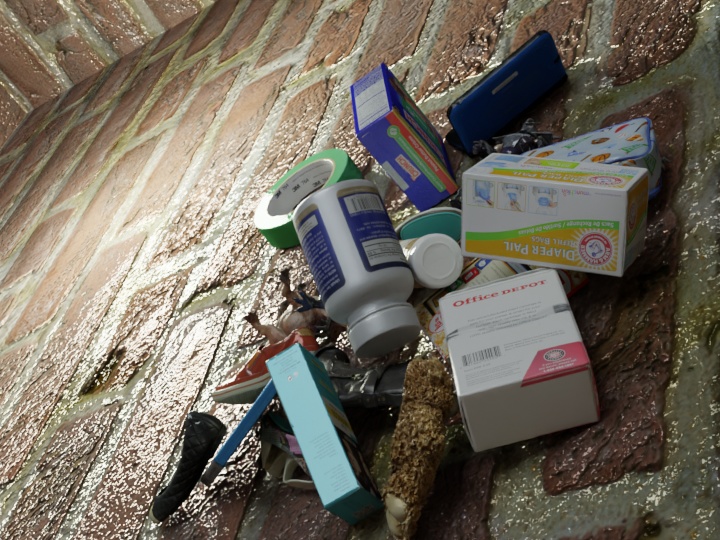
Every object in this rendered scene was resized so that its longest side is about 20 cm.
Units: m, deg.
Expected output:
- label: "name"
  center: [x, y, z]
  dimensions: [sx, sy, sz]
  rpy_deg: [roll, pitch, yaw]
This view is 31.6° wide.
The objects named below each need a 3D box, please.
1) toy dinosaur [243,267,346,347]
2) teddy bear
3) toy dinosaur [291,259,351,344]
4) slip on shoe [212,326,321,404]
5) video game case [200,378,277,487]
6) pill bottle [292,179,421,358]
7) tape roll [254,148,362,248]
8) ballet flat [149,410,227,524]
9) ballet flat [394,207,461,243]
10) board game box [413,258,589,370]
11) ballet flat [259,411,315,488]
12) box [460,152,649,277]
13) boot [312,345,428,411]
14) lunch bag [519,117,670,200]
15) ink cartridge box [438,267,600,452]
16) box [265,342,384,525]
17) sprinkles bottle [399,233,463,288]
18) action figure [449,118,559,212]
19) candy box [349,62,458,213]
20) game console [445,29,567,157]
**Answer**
- label: "toy dinosaur"
  center: [-0.085, 0.087, 1.807]
  dimensions: [0.200, 0.085, 0.136]
  rpy_deg: [-46, 63, 31]
- label: "teddy bear"
  center: [0.068, 0.196, 1.385]
  dimensions: [0.066, 0.146, 0.201]
  rpy_deg: [8, 45, 9]
- label: "toy dinosaur"
  center: [-0.013, 0.010, 1.746]
  dimensions: [0.181, 0.201, 0.105]
  rpy_deg: [-26, -10, -47]
- label: "slip on shoe"
  center: [-0.129, 0.137, 1.755]
  dimensions: [0.199, 0.074, 0.062]
  rpy_deg: [-31, 60, 34]
- label: "video game case"
  center: [-0.151, 0.205, 1.644]
  dimensions: [0.144, 0.018, 0.200]
  rpy_deg: [-54, 0, -20]
- label: "pill bottle"
  center: [0.000, 0.000, 1.599]
  dimensions: [0.119, 0.119, 0.202]
  rpy_deg: [-28, 69, 19]
- label: "tape roll"
  center: [-0.090, -0.124, 2.180]
  dimensions: [0.199, 0.048, 0.201]
  rpy_deg: [-30, 27, 17]
- label: "ballet flat"
  center: [-0.234, 0.258, 1.674]
  dimensions: [0.201, 0.056, 0.067]
  rpy_deg: [-58, 1, 30]
- label: "ballet flat"
  center: [0.066, -0.034, 1.822]
  dimensions: [0.199, 0.070, 0.070]
  rpy_deg: [-33, 26, 14]
- label: "board game box"
  center: [0.168, 0.032, 1.589]
  dimensions: [0.199, 0.046, 0.152]
  rpy_deg: [-38, 26, 1]
- label: "ballet flat"
  center: [-0.083, 0.231, 1.591]
  dimensions: [0.199, 0.069, 0.072]
  rpy_deg: [15, 77, 59]
- label: "box"
  center: [0.228, -0.068, 1.493]
  dimensions: [0.197, 0.103, 0.112]
  rpy_deg: [8, 20, 23]
- label: "boot"
  center: [0.013, 0.140, 1.607]
  dimensions: [0.172, 0.070, 0.200]
  rpy_deg: [-12, 16, 18]
- label: "lunch bag"
  center: [0.290, -0.124, 1.614]
  dimensions: [0.197, 0.076, 0.161]
  rpy_deg: [-14, 22, 18]
- label: "ink cartridge box"
  center: [0.171, 0.094, 1.405]
  dimensions: [0.144, 0.086, 0.201]
  rpy_deg: [-14, 31, 5]
- label: "box"
  center: [-0.042, 0.187, 1.470]
  dimensions: [0.049, 0.082, 0.201]
  rpy_deg: [-30, 59, 8]
- label: "sprinkles bottle"
  center: [0.078, -0.011, 1.686]
  dimensions: [0.068, 0.068, 0.200]
  rpy_deg: [-43, 7, -9]
- label: "action figure"
  center: [0.205, -0.154, 1.820]
  dimensions: [0.129, 0.070, 0.201]
  rpy_deg: [-12, 33, 51]
- label: "candy box"
  center: [0.064, -0.207, 1.971]
  dimensions: [0.077, 0.169, 0.201]
  rpy_deg: [-34, 27, 16]
- label: "game console"
  center: [0.208, -0.284, 1.976]
  dimensions: [0.199, 0.171, 0.119]
  rpy_deg: [-40, 52, -2]
